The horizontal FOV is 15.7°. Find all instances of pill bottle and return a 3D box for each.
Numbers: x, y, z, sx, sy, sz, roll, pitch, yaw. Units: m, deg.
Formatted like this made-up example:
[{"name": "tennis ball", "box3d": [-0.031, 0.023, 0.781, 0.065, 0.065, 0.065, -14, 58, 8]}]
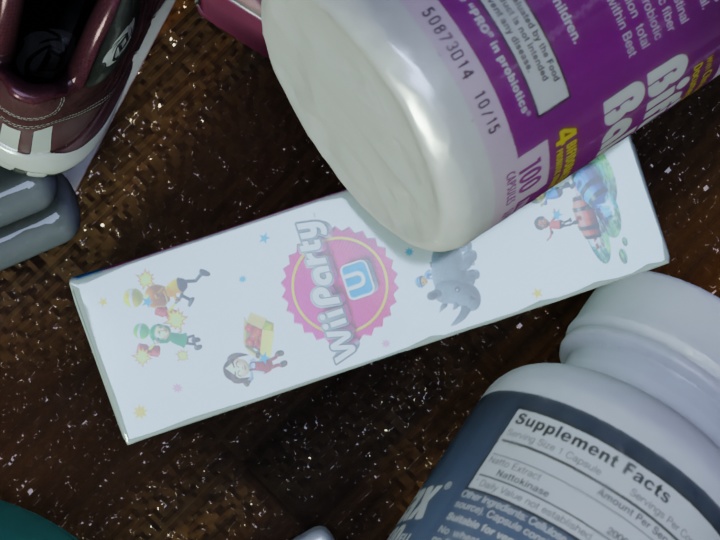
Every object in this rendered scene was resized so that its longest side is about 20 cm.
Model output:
[{"name": "pill bottle", "box3d": [0.075, -0.102, 0.860, 0.200, 0.112, 0.112, -34, 91, -16]}, {"name": "pill bottle", "box3d": [0.077, 0.104, 0.962, 0.119, 0.120, 0.200, 36, 68, -1]}]

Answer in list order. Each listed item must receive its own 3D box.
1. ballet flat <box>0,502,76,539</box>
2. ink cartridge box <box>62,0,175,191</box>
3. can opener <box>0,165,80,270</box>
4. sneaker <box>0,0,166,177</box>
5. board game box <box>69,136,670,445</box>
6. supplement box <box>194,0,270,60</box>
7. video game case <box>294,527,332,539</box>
[{"name": "ballet flat", "box3d": [-0.107, 0.134, 0.951, 0.200, 0.068, 0.073, 13, 103, 33]}, {"name": "ink cartridge box", "box3d": [-0.152, -0.142, 1.008, 0.176, 0.045, 0.200, 29, 88, -27]}, {"name": "can opener", "box3d": [-0.199, 0.014, 0.989, 0.200, 0.053, 0.067, -26, 60, 0]}, {"name": "sneaker", "box3d": [-0.083, -0.134, 0.933, 0.076, 0.116, 0.200, 19, 78, -5]}, {"name": "board game box", "box3d": [0.000, 0.000, 0.960, 0.200, 0.148, 0.064, -20, 91, -3]}, {"name": "supplement box", "box3d": [0.028, -0.163, 0.973, 0.103, 0.131, 0.200, 31, 89, -3]}, {"name": "video game case", "box3d": [-0.054, 0.228, 1.007, 0.200, 0.024, 0.182, -31, 90, -3]}]
